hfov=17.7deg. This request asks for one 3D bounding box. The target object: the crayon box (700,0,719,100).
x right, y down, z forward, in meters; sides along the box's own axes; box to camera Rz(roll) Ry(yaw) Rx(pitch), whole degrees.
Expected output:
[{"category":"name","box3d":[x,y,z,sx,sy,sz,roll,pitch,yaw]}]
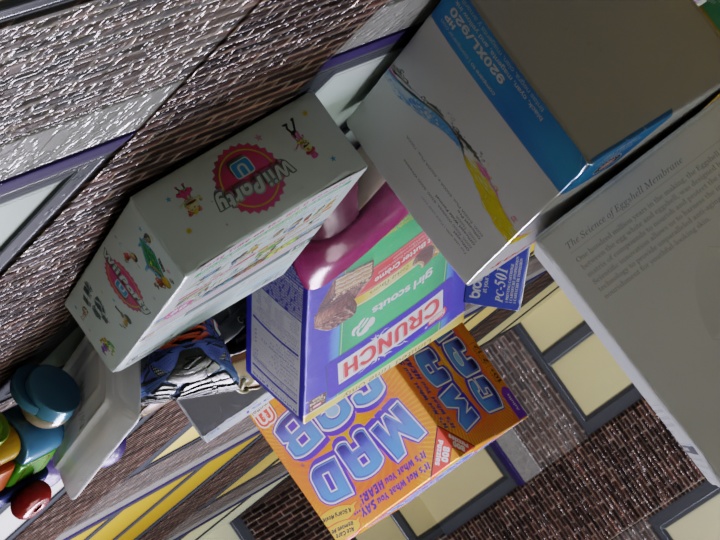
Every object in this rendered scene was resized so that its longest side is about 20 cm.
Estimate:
[{"category":"crayon box","box3d":[0.235,-0.178,1.708,0.200,0.126,0.052,-35,173,2]}]

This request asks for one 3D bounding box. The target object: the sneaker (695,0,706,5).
[{"category":"sneaker","box3d":[0.228,-0.220,1.614,0.200,0.081,0.083,-35,167,5]}]

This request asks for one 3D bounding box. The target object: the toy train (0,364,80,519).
[{"category":"toy train","box3d":[-0.286,0.139,1.624,0.200,0.085,0.116,-26,158,-50]}]

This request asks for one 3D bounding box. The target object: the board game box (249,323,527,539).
[{"category":"board game box","box3d":[0.031,0.163,2.696,0.200,0.200,0.200,-39,172,28]}]

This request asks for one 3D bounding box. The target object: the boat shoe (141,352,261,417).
[{"category":"boat shoe","box3d":[-0.107,0.067,1.961,0.200,0.074,0.076,-36,172,9]}]

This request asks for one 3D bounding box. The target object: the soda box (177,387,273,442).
[{"category":"soda box","box3d":[-0.081,0.076,2.155,0.200,0.068,0.063,-35,172,-6]}]

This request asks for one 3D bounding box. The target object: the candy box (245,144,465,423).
[{"category":"candy box","box3d":[0.000,0.000,1.741,0.169,0.077,0.200,-33,152,-24]}]

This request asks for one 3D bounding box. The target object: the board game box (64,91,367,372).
[{"category":"board game box","box3d":[-0.096,-0.021,1.490,0.148,0.064,0.200,-32,174,-27]}]

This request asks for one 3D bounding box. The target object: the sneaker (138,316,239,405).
[{"category":"sneaker","box3d":[-0.132,0.050,1.647,0.075,0.078,0.200,-11,-176,-10]}]

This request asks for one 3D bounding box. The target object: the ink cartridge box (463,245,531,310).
[{"category":"ink cartridge box","box3d":[0.110,-0.065,1.704,0.200,0.044,0.094,-77,175,-57]}]

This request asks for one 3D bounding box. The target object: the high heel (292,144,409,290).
[{"category":"high heel","box3d":[0.027,-0.063,1.628,0.200,0.067,0.096,-26,139,-29]}]

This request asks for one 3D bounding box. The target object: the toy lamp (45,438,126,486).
[{"category":"toy lamp","box3d":[-0.250,0.148,1.924,0.058,0.058,0.200,-36,175,11]}]

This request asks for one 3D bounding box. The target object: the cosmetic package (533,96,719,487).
[{"category":"cosmetic package","box3d":[0.248,0.002,1.489,0.199,0.200,0.123,-37,176,1]}]

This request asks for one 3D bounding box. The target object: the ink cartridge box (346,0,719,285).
[{"category":"ink cartridge box","box3d":[0.114,-0.113,1.506,0.147,0.145,0.200,-32,172,-31]}]

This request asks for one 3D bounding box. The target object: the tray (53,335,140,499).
[{"category":"tray","box3d":[-0.194,0.088,1.673,0.022,0.107,0.200,4,156,-20]}]

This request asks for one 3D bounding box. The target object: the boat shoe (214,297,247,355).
[{"category":"boat shoe","box3d":[-0.100,0.034,1.831,0.075,0.062,0.200,-38,174,10]}]
